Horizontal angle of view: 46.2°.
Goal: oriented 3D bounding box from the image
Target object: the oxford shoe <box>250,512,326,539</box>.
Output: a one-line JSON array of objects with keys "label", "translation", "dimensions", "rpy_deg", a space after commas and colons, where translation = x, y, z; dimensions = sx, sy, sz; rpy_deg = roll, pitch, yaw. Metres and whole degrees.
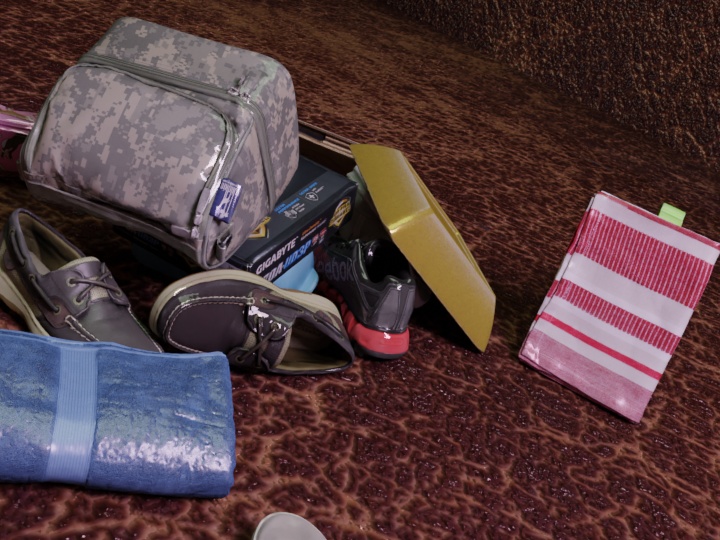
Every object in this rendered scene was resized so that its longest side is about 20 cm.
[{"label": "oxford shoe", "translation": [-0.013, 0.202, 0.464], "dimensions": [0.074, 0.059, 0.201], "rpy_deg": [7, 25, -24]}]

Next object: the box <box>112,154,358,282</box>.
[{"label": "box", "translation": [-0.116, -0.062, 0.823], "dimensions": [0.157, 0.047, 0.200], "rpy_deg": [27, 38, 18]}]

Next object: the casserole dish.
[{"label": "casserole dish", "translation": [-0.133, -0.029, 0.846], "dimensions": [0.196, 0.039, 0.122], "rpy_deg": [20, 36, 6]}]

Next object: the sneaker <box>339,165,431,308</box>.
[{"label": "sneaker", "translation": [0.018, -0.028, 0.986], "dimensions": [0.075, 0.081, 0.202], "rpy_deg": [42, 16, -52]}]

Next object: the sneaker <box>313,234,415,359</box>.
[{"label": "sneaker", "translation": [0.000, 0.000, 0.860], "dimensions": [0.070, 0.100, 0.201], "rpy_deg": [4, 27, -29]}]

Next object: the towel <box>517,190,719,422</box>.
[{"label": "towel", "translation": [0.268, 0.036, 0.882], "dimensions": [0.142, 0.203, 0.023], "rpy_deg": [26, 7, 17]}]

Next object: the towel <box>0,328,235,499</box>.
[{"label": "towel", "translation": [-0.178, 0.092, 0.557], "dimensions": [0.196, 0.049, 0.113], "rpy_deg": [12, 34, -22]}]

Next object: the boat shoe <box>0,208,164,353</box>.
[{"label": "boat shoe", "translation": [-0.226, 0.019, 0.664], "dimensions": [0.199, 0.067, 0.071], "rpy_deg": [34, 23, 25]}]

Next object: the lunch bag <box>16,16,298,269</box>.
[{"label": "lunch bag", "translation": [-0.163, -0.099, 0.709], "dimensions": [0.196, 0.141, 0.169], "rpy_deg": [20, 55, 14]}]

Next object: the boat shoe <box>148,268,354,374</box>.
[{"label": "boat shoe", "translation": [-0.079, 0.049, 0.703], "dimensions": [0.198, 0.074, 0.065], "rpy_deg": [7, 27, -44]}]

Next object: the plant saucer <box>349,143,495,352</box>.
[{"label": "plant saucer", "translation": [0.076, -0.039, 0.920], "dimensions": [0.201, 0.048, 0.201], "rpy_deg": [50, 11, -33]}]

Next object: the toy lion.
[{"label": "toy lion", "translation": [0.324, 0.011, 0.988], "dimensions": [0.068, 0.195, 0.200], "rpy_deg": [26, 23, 15]}]

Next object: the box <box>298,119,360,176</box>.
[{"label": "box", "translation": [-0.052, -0.148, 1.110], "dimensions": [0.160, 0.022, 0.200], "rpy_deg": [21, -7, 0]}]

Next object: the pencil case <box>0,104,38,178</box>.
[{"label": "pencil case", "translation": [-0.323, -0.128, 0.884], "dimensions": [0.196, 0.084, 0.087], "rpy_deg": [10, 25, -27]}]
